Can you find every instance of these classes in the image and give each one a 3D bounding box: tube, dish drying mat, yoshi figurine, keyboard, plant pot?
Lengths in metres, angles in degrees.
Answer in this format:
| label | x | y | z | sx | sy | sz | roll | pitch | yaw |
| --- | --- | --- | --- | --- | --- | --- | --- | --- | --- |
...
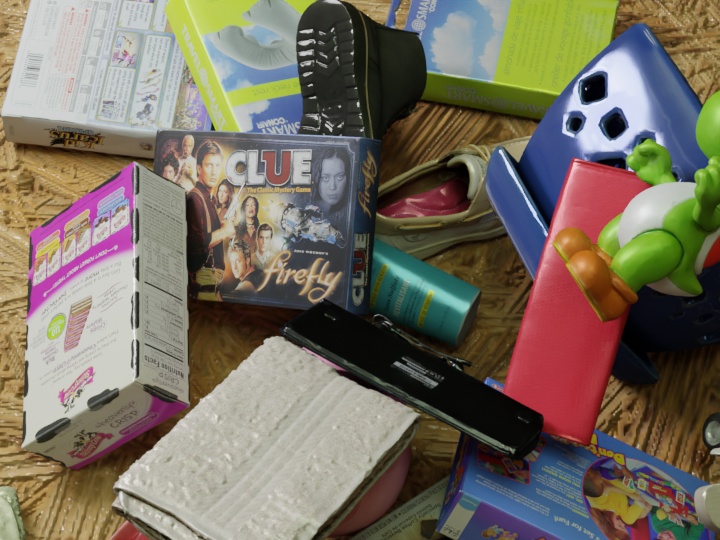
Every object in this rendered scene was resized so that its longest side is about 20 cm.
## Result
| label | x | y | z | sx | sy | sz | roll | pitch | yaw |
| --- | --- | --- | --- | --- | --- | --- | --- | --- | --- |
| tube | 0.000 | 0.000 | 1.598 | 0.199 | 0.078 | 0.050 | 23 | 15 | 12 |
| dish drying mat | 0.161 | 0.022 | 1.429 | 0.076 | 0.018 | 0.202 | 14 | 85 | 28 |
| yoshi figurine | 0.224 | -0.059 | 1.355 | 0.199 | 0.112 | 0.113 | -33 | 67 | 6 |
| keyboard | 0.040 | 0.086 | 1.417 | 0.199 | 0.040 | 0.104 | 29 | 25 | 17 |
| plant pot | 0.219 | -0.037 | 1.531 | 0.179 | 0.200 | 0.201 | -33 | 61 | 12 |

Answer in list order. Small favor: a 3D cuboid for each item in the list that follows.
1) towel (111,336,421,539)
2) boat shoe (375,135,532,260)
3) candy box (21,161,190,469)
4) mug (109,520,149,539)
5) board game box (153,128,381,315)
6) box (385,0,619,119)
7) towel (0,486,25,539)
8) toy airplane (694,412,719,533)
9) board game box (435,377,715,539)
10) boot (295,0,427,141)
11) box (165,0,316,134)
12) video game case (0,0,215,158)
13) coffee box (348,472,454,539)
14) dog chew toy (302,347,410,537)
| label | x | y | z | sx | sy | sz | roll | pitch | yaw |
| --- | --- | --- | --- | --- | --- | --- | --- | --- | --- |
| towel | -0.062 | 0.128 | 1.323 | 0.132 | 0.035 | 0.200 | 28 | 47 | 18 |
| boat shoe | 0.089 | -0.067 | 1.634 | 0.199 | 0.069 | 0.074 | -26 | 61 | -16 |
| candy box | -0.198 | 0.035 | 1.528 | 0.136 | 0.061 | 0.202 | -29 | 49 | 34 |
| mug | -0.086 | 0.250 | 1.375 | 0.133 | 0.178 | 0.200 | -39 | 69 | -7 |
| board game box | -0.079 | -0.040 | 1.549 | 0.198 | 0.034 | 0.137 | 4 | 90 | 33 |
| box | 0.121 | -0.199 | 1.732 | 0.198 | 0.048 | 0.123 | 11 | 57 | 6 |
| towel | -0.307 | 0.257 | 1.442 | 0.147 | 0.037 | 0.201 | -14 | 59 | -8 |
| toy airplane | 0.346 | 0.165 | 1.444 | 0.199 | 0.141 | 0.200 | 41 | 44 | -4 |
| board game box | 0.163 | 0.175 | 1.438 | 0.199 | 0.045 | 0.135 | 26 | 36 | -3 |
| boot | 0.011 | -0.111 | 1.596 | 0.077 | 0.138 | 0.202 | 5 | 91 | 32 |
| box | -0.074 | -0.162 | 1.663 | 0.121 | 0.048 | 0.201 | -14 | 68 | -26 |
| video game case | -0.206 | -0.193 | 1.723 | 0.179 | 0.046 | 0.202 | 6 | 58 | 3 |
| coffee box | 0.082 | 0.263 | 1.417 | 0.112 | 0.080 | 0.200 | -30 | 62 | -20 |
| dog chew toy | -0.020 | 0.110 | 1.480 | 0.123 | 0.126 | 0.200 | 7 | 29 | 4 |
